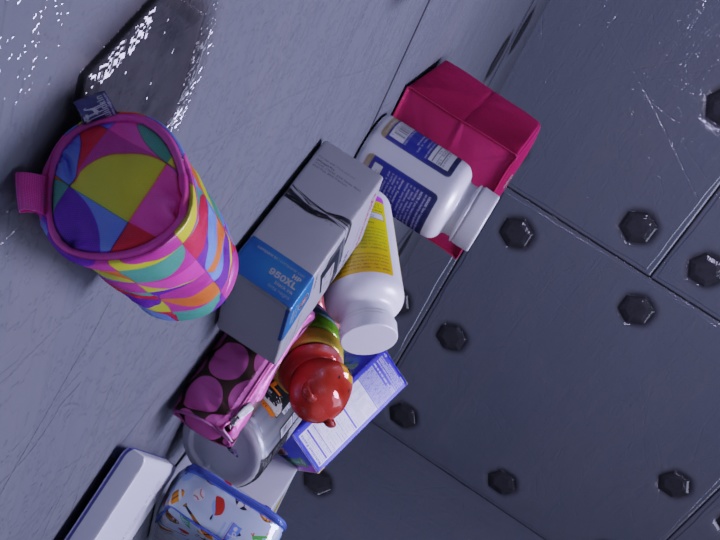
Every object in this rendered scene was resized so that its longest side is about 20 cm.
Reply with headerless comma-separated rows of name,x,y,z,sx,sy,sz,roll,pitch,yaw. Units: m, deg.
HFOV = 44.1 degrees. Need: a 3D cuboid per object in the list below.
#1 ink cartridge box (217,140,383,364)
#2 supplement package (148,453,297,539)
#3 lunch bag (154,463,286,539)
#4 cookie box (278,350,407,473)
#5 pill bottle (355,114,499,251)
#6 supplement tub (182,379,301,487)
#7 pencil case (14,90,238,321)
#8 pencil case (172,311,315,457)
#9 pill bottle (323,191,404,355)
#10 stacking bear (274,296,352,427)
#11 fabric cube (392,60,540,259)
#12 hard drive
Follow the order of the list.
ink cartridge box,-0.067,-0.020,0.984,0.201,0.083,0.145,-56,174,-30
supplement package,-0.210,0.354,1.340,0.152,0.149,0.201,-53,172,-38
lunch bag,-0.176,0.319,1.126,0.076,0.158,0.200,-62,-174,-25
cookie box,-0.050,0.211,1.360,0.199,0.076,0.170,-41,-168,-26
pill bottle,0.091,-0.118,1.258,0.121,0.198,0.120,-56,174,-9
supplement tub,-0.145,0.190,1.205,0.124,0.121,0.200,-61,175,27
pencil case,-0.123,-0.024,0.517,0.089,0.087,0.200,-57,172,-11
pencil case,-0.129,0.108,1.041,0.093,0.091,0.202,-7,-133,55
pill bottle,0.000,0.000,1.128,0.105,0.102,0.203,115,-26,-52
stacking bear,-0.064,0.112,1.130,0.112,0.123,0.201,-25,-146,0
fabric cube,0.142,-0.178,1.396,0.198,0.198,0.199,-60,174,29
hard drive,-0.262,0.262,0.971,0.133,0.025,0.200,-58,174,-14
